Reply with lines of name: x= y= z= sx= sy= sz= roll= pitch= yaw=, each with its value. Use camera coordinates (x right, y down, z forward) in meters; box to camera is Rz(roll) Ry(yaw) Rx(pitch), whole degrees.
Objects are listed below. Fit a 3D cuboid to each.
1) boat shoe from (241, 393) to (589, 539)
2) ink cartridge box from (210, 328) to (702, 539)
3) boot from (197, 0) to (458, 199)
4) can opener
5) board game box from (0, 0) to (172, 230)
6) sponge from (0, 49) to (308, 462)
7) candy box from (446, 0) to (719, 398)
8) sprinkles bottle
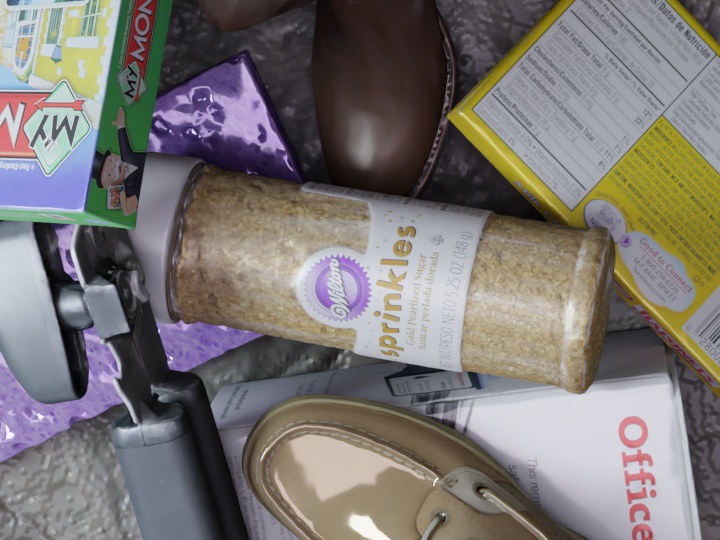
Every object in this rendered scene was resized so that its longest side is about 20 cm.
boat shoe: x=0.043 y=0.114 z=0.992 sx=0.199 sy=0.065 sz=0.072 roll=28 pitch=104 yaw=-2
ink cartridge box: x=0.043 y=0.114 z=1.068 sx=0.199 sy=0.086 sz=0.147 roll=-8 pitch=102 yaw=5
boot: x=-0.018 y=-0.099 z=0.959 sx=0.064 sy=0.200 sz=0.188 roll=5 pitch=101 yaw=17
can opener: x=-0.093 y=0.066 z=0.992 sx=0.066 sy=0.053 sz=0.201 roll=-9 pitch=111 yaw=15
board game box: x=-0.150 y=-0.088 z=0.913 sx=0.199 sy=0.029 sz=0.135 roll=4 pitch=81 yaw=38
sponge: x=-0.112 y=-0.001 z=1.081 sx=0.199 sy=0.030 sz=0.112 roll=-26 pitch=100 yaw=10
candy box: x=0.139 y=-0.029 z=1.040 sx=0.200 sy=0.026 sz=0.102 roll=46 pitch=77 yaw=-7
sprinkles bottle: x=0.000 y=0.000 z=1.009 sx=0.199 sy=0.068 sz=0.069 roll=9 pitch=104 yaw=10
